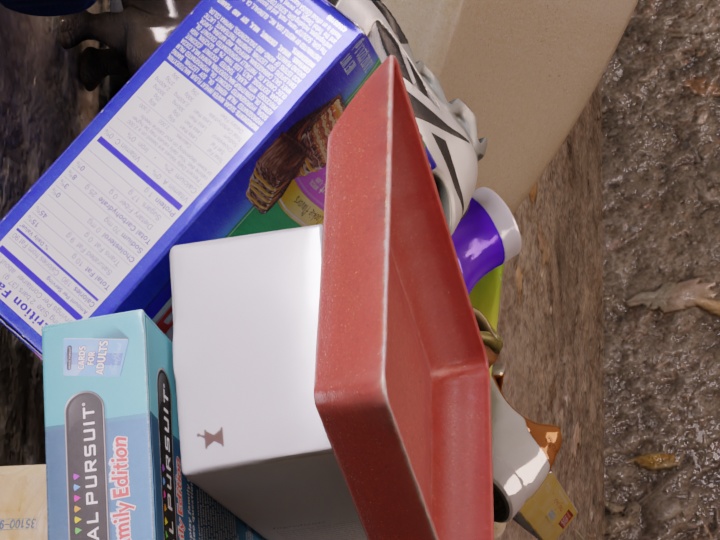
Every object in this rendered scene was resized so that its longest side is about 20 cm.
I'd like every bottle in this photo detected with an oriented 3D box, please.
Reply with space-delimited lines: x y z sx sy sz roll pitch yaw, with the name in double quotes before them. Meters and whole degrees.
"bottle" 0.002 0.016 1.356 0.065 0.200 0.084 14 -50 63

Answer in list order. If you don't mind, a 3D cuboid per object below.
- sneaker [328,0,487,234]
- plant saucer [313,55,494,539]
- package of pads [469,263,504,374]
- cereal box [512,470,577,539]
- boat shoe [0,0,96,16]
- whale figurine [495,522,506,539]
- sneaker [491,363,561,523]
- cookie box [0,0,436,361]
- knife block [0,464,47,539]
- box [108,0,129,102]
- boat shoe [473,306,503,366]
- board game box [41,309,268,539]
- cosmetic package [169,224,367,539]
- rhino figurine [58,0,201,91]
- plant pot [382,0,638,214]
"sneaker" -0.004 -0.088 1.261 0.200 0.074 0.089 40 43 -29
"plant saucer" 0.019 0.047 0.974 0.200 0.037 0.200 -89 165 -46
"package of pads" 0.004 0.047 1.437 0.068 0.154 0.200 108 -7 -55
"cereal box" 0.057 0.107 1.603 0.040 0.200 0.144 -51 160 -5
"boat shoe" -0.156 -0.183 0.983 0.200 0.072 0.073 82 6 -68
"whale figurine" 0.016 0.176 1.508 0.104 0.159 0.200 63 6 -3
"sneaker" 0.042 0.082 1.509 0.085 0.200 0.073 -44 156 -29
"cookie box" -0.069 -0.023 1.070 0.200 0.075 0.171 -48 158 -5
"knife block" -0.129 0.170 1.030 0.176 0.064 0.200 68 22 -52
"box" -0.091 -0.112 1.289 0.200 0.047 0.194 25 67 -76
"boat shoe" 0.000 0.000 1.267 0.200 0.068 0.072 42 19 -36
"board game box" -0.081 0.122 0.995 0.200 0.047 0.151 56 27 -66
"cosmetic package" -0.022 0.061 1.036 0.200 0.071 0.102 52 31 -68
"rhino figurine" -0.101 -0.114 1.147 0.060 0.087 0.201 43 46 -71
"plant pot" 0.030 -0.140 1.441 0.200 0.200 0.178 21 83 -52
